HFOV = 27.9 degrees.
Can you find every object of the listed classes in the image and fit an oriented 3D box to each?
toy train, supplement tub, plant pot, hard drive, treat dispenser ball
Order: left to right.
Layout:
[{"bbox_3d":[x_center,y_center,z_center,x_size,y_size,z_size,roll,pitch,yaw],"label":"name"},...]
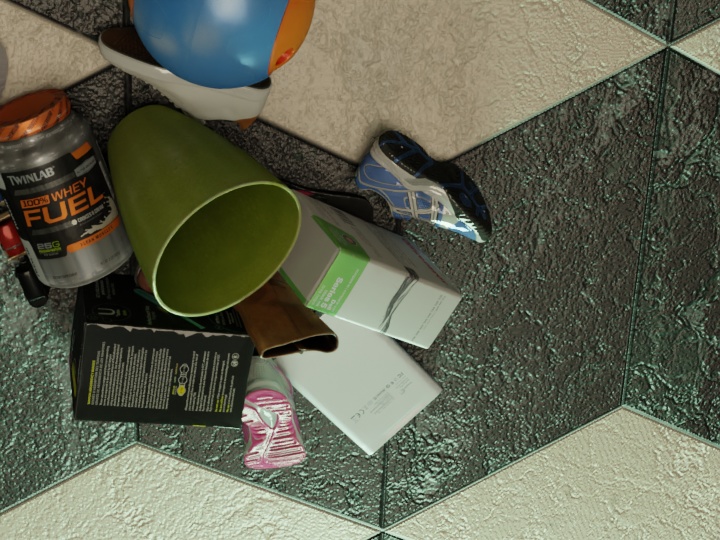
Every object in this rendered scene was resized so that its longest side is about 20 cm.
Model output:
[{"bbox_3d":[-0.407,-0.043,1.670,0.034,0.046,0.202,-21,117,-3],"label":"toy train"},{"bbox_3d":[-0.339,-0.092,1.622,0.121,0.123,0.202,-21,117,-3],"label":"supplement tub"},{"bbox_3d":[-0.195,-0.085,1.603,0.186,0.200,0.188,-27,146,-20],"label":"plant pot"},{"bbox_3d":[-0.146,-0.294,1.532,0.199,0.201,0.203,-5,115,-11],"label":"treat dispenser ball"},{"bbox_3d":[-0.006,0.132,1.856,0.132,0.025,0.200,-42,116,7],"label":"hard drive"}]

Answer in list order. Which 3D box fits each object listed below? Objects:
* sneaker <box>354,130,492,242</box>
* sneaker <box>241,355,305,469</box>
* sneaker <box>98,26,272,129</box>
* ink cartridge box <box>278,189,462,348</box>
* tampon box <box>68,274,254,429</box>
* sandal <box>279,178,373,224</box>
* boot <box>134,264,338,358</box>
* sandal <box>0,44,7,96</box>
[{"bbox_3d":[0.079,-0.093,1.760,0.199,0.076,0.077,35,125,-24],"label":"sneaker"},{"bbox_3d":[-0.113,0.178,1.818,0.080,0.089,0.201,-4,141,-4],"label":"sneaker"},{"bbox_3d":[-0.205,-0.207,1.631,0.198,0.073,0.085,19,130,-10],"label":"sneaker"},{"bbox_3d":[0.000,0.000,1.705,0.199,0.146,0.084,22,108,-38],"label":"ink cartridge box"},{"bbox_3d":[-0.239,0.094,1.714,0.198,0.150,0.128,5,111,-15],"label":"tampon box"},{"bbox_3d":[-0.077,-0.068,1.738,0.198,0.045,0.076,3,115,-15],"label":"sandal"},{"bbox_3d":[-0.146,0.044,1.666,0.187,0.200,0.069,1,125,-31],"label":"boot"},{"bbox_3d":[-0.451,-0.159,1.586,0.059,0.079,0.209,23,96,15],"label":"sandal"}]
